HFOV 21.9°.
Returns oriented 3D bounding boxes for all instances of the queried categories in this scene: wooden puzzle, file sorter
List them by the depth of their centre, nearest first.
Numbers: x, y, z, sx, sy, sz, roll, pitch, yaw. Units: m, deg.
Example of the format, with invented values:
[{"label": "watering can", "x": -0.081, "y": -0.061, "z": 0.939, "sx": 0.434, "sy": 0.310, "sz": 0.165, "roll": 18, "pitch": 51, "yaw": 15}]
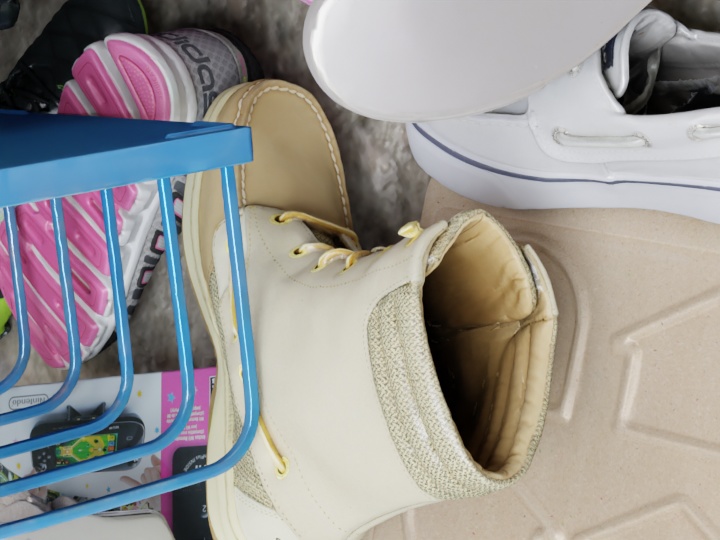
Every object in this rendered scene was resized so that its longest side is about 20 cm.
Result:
[{"label": "wooden puzzle", "x": 0.089, "y": 0.064, "z": 0.669, "sx": 0.185, "sy": 0.046, "sz": 0.201, "roll": 12, "pitch": 86, "yaw": 38}, {"label": "file sorter", "x": -0.143, "y": 0.012, "z": 0.683, "sx": 0.200, "sy": 0.138, "sz": 0.123, "roll": 9, "pitch": 108, "yaw": 54}]

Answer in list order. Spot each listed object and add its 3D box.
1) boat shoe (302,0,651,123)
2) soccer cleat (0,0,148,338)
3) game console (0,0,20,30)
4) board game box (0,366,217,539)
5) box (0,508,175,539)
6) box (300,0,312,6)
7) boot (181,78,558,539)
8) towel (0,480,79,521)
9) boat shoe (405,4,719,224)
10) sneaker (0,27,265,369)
[{"label": "boat shoe", "x": 0.065, "y": -0.118, "z": 0.639, "sx": 0.199, "sy": 0.075, "sz": 0.093, "roll": -27, "pitch": 20, "yaw": -6}, {"label": "soccer cleat", "x": -0.163, "y": -0.046, "z": 0.851, "sx": 0.068, "sy": 0.081, "sz": 0.200, "roll": 43, "pitch": 110, "yaw": 33}, {"label": "game console", "x": -0.211, "y": -0.154, "z": 0.694, "sx": 0.200, "sy": 0.118, "sz": 0.171, "roll": 45, "pitch": 135, "yaw": 47}, {"label": "board game box", "x": -0.079, "y": 0.144, "z": 0.774, "sx": 0.147, "sy": 0.064, "sz": 0.201, "roll": -8, "pitch": 81, "yaw": 37}, {"label": "box", "x": -0.147, "y": 0.176, "z": 0.683, "sx": 0.200, "sy": 0.095, "sz": 0.078, "roll": -44, "pitch": 63, "yaw": 27}, {"label": "box", "x": -0.006, "y": -0.213, "z": 0.706, "sx": 0.175, "sy": 0.097, "sz": 0.201, "roll": 31, "pitch": 105, "yaw": 14}, {"label": "boot", "x": 0.000, "y": 0.000, "z": 0.668, "sx": 0.155, "sy": 0.073, "sz": 0.201, "roll": -33, "pitch": 53, "yaw": 51}, {"label": "towel", "x": -0.099, "y": 0.184, "z": 0.725, "sx": 0.200, "sy": 0.034, "sz": 0.133, "roll": 37, "pitch": 108, "yaw": 34}, {"label": "boat shoe", "x": 0.095, "y": -0.059, "z": 0.644, "sx": 0.199, "sy": 0.072, "sz": 0.066, "roll": 16, "pitch": 138, "yaw": 41}, {"label": "sneaker", "x": -0.096, "y": -0.032, "z": 0.809, "sx": 0.074, "sy": 0.087, "sz": 0.200, "roll": 47, "pitch": 136, "yaw": 18}]
